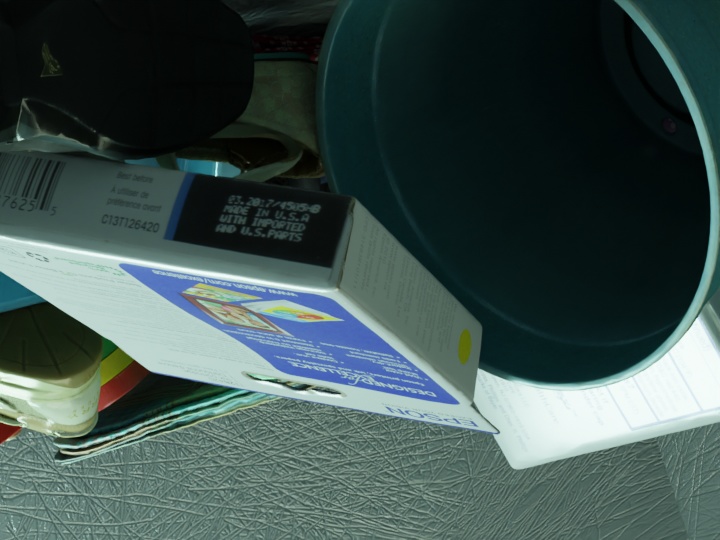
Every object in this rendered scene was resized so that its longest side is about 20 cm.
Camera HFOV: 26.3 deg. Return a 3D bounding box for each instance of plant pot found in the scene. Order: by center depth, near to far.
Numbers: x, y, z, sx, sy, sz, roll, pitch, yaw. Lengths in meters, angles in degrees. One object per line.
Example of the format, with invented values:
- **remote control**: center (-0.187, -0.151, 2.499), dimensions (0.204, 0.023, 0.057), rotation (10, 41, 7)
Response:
- **plant pot**: center (0.114, -0.080, 0.689), dimensions (0.187, 0.201, 0.199), rotation (-33, -174, -41)

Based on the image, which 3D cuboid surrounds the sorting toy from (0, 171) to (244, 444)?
- **sorting toy**: center (-0.174, 0.032, 0.946), dimensions (0.199, 0.070, 0.199), rotation (-21, -161, 41)

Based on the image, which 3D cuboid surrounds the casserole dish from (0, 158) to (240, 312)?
- **casserole dish**: center (-0.155, -0.036, 0.742), dimensions (0.198, 0.039, 0.122), rotation (-15, 144, -22)

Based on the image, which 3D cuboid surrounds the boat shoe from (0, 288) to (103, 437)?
- **boat shoe**: center (-0.228, 0.035, 0.792), dimensions (0.199, 0.074, 0.064), rotation (14, 133, 3)

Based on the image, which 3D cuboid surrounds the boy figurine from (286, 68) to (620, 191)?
- **boy figurine**: center (0.056, -0.078, 0.840), dimensions (0.198, 0.065, 0.124), rotation (-13, 174, 0)

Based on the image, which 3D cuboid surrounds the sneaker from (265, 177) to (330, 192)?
- **sneaker**: center (0.022, -0.012, 0.994), dimensions (0.078, 0.199, 0.099), rotation (-51, 163, -3)

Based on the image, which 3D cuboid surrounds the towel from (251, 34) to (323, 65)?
- **towel**: center (-0.014, -0.101, 0.836), dimensions (0.199, 0.023, 0.144), rotation (-13, 172, -37)

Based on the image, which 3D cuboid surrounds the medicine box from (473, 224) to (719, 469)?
- **medicine box**: center (0.176, 0.011, 0.874), dimensions (0.182, 0.104, 0.199), rotation (-34, -173, -37)

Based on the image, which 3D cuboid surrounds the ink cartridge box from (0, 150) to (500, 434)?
- **ink cartridge box**: center (-0.054, 0.010, 0.658), dimensions (0.196, 0.047, 0.200), rotation (8, 165, 25)

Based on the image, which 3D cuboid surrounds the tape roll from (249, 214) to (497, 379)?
- **tape roll**: center (0.000, 0.000, 0.830), dimensions (0.198, 0.049, 0.201), rotation (-15, -169, 3)

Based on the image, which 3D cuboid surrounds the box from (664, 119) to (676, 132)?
- **box**: center (0.191, -0.118, 0.935), dimensions (0.175, 0.098, 0.199), rotation (-12, 171, -45)

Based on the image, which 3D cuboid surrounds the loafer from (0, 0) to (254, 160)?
- **loafer**: center (-0.126, -0.077, 0.574), dimensions (0.072, 0.074, 0.199), rotation (6, -171, 43)

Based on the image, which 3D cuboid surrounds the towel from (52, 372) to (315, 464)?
- **towel**: center (-0.070, 0.052, 0.903), dimensions (0.198, 0.022, 0.147), rotation (-19, -166, 26)

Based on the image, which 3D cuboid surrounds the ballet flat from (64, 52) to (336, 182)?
- **ballet flat**: center (-0.095, -0.060, 0.666), dimensions (0.198, 0.063, 0.067), rotation (-6, 168, -29)
